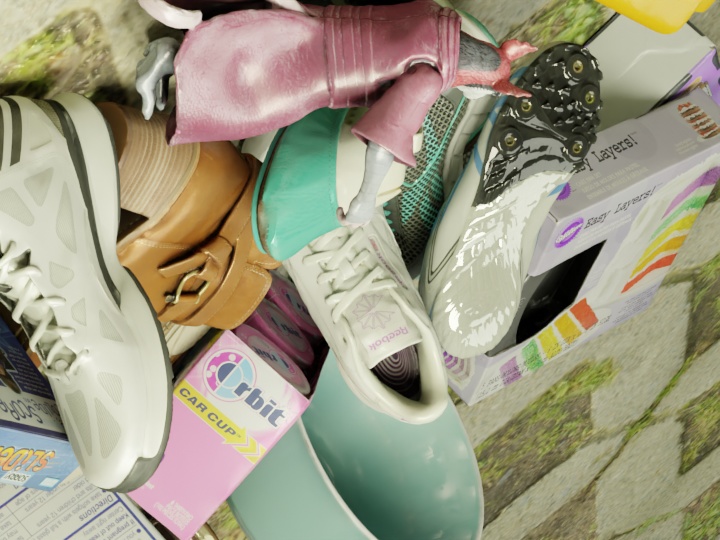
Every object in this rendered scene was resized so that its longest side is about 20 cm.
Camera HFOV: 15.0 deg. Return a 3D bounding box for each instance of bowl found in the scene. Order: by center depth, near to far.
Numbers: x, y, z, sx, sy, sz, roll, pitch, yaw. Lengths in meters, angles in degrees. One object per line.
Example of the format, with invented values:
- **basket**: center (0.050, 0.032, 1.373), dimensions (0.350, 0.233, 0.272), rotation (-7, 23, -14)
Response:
- **bowl**: center (-0.019, 0.128, 1.811), dimensions (0.105, 0.202, 0.200), rotation (-31, 168, 29)

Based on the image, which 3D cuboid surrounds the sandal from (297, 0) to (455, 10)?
- **sandal**: center (0.003, -0.164, 1.441), dimensions (0.201, 0.079, 0.058), rotation (37, 54, -77)

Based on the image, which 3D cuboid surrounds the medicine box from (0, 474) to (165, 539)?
- **medicine box**: center (-0.187, 0.231, 1.634), dimensions (0.182, 0.200, 0.103), rotation (-36, 158, -21)

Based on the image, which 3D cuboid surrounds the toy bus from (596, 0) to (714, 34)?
- **toy bus**: center (0.138, -0.192, 1.539), dimensions (0.199, 0.078, 0.065), rotation (22, 116, -40)

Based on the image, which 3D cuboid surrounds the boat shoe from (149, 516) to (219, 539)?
- **boat shoe**: center (-0.139, 0.222, 1.902), dimensions (0.072, 0.072, 0.200), rotation (-36, 164, -24)

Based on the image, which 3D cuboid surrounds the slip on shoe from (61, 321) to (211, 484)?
- **slip on shoe**: center (-0.140, 0.040, 1.567), dimensions (0.060, 0.076, 0.200), rotation (32, 117, -28)

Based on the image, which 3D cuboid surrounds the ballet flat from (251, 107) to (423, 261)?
- **ballet flat**: center (-0.004, -0.069, 1.475), dimensions (0.200, 0.070, 0.068), rotation (-68, 156, -58)

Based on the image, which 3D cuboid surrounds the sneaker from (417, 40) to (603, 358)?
- **sneaker**: center (0.082, -0.047, 1.627), dimensions (0.071, 0.072, 0.201), rotation (16, 106, -26)

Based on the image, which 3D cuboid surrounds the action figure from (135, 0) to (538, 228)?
- **action figure**: center (-0.010, -0.114, 1.373), dimensions (0.198, 0.134, 0.150), rotation (-3, 131, 1)

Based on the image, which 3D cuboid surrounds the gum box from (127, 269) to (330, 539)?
- **gum box**: center (-0.078, 0.071, 1.631), dimensions (0.114, 0.066, 0.200), rotation (-49, -175, 13)

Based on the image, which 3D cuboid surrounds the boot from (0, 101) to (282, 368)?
- **boot**: center (-0.128, 0.008, 1.463), dimensions (0.155, 0.077, 0.201), rotation (21, 102, -50)

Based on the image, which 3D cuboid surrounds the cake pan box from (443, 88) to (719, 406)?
- **cake pan box**: center (0.144, -0.015, 1.801), dimensions (0.199, 0.052, 0.185), rotation (-25, 149, -40)

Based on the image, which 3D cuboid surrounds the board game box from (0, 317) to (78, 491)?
- **board game box**: center (-0.215, 0.035, 1.294), dimensions (0.034, 0.136, 0.200), rotation (-42, 159, 9)

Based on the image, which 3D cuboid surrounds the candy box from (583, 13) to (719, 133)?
- **candy box**: center (0.176, -0.084, 1.897), dimensions (0.168, 0.072, 0.200), rotation (-44, 159, -1)

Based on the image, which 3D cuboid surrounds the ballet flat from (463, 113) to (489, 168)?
- **ballet flat**: center (0.049, -0.024, 1.773), dimensions (0.200, 0.072, 0.072), rotation (-42, 160, -7)

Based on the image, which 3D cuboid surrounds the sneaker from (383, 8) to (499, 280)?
- **sneaker**: center (0.018, -0.066, 1.645), dimensions (0.091, 0.078, 0.201), rotation (-24, 142, -35)

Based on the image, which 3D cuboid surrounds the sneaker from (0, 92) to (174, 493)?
- **sneaker**: center (-0.164, 0.013, 1.306), dimensions (0.115, 0.202, 0.075), rotation (-3, 163, -44)

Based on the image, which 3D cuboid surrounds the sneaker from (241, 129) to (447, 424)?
- **sneaker**: center (0.000, 0.000, 1.568), dimensions (0.075, 0.201, 0.100), rotation (-31, -163, -5)
